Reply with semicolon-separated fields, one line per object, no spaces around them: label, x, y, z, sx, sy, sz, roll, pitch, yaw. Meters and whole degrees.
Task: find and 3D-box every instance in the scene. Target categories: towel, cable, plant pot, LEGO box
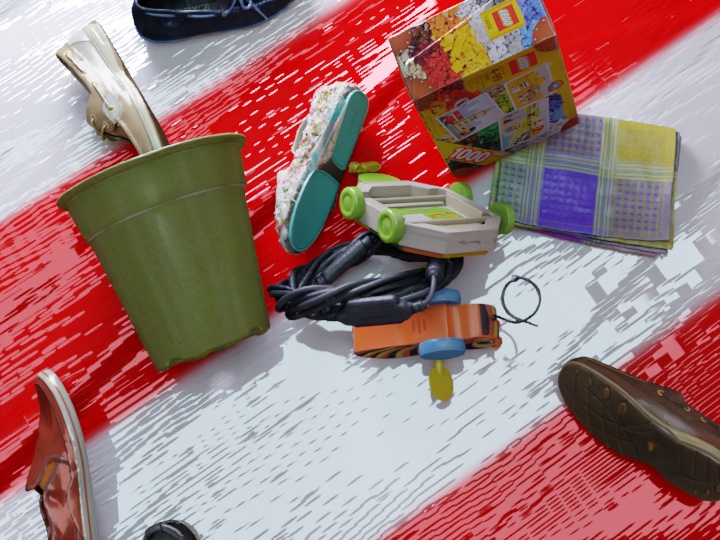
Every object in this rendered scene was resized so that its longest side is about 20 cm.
towel;0.241;-0.100;1.310;0.197;0.023;0.146;11;76;3
cable;0.000;0.000;1.223;0.197;0.164;0.051;-8;118;21
plant pot;-0.175;-0.009;1.221;0.197;0.200;0.193;-20;89;-5
LEGO box;0.128;-0.188;1.226;0.147;0.200;0.078;-23;68;9

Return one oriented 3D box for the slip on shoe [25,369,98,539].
slip on shoe;-0.299;0.197;1.207;0.060;0.074;0.203;-7;79;-20

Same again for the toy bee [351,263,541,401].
toy bee;0.096;0.066;1.237;0.197;0.108;0.133;11;82;29

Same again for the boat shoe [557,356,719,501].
boat shoe;0.289;0.148;1.226;0.199;0.073;0.067;33;44;17

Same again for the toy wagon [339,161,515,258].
toy wagon;0.054;-0.064;1.249;0.153;0.199;0.040;-5;113;-35

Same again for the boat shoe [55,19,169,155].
boat shoe;-0.261;-0.172;1.313;0.066;0.074;0.201;-31;67;-4

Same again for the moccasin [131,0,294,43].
moccasin;-0.152;-0.298;1.342;0.197;0.068;0.081;-24;76;-6

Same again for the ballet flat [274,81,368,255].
ballet flat;-0.051;-0.109;1.301;0.063;0.076;0.202;11;68;35

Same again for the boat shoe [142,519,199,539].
boat shoe;-0.153;0.333;1.175;0.071;0.068;0.202;-28;78;-8
